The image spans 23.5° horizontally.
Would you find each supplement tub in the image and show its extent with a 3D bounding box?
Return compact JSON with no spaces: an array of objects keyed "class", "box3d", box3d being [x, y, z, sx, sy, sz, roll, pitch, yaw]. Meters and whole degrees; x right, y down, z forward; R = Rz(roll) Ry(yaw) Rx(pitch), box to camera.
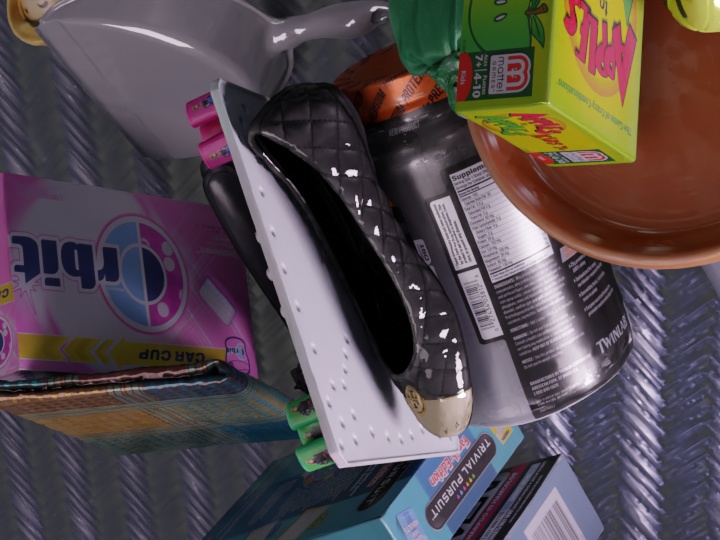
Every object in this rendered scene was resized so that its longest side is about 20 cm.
[{"class":"supplement tub","box3d":[0.064,-0.027,0.943,0.122,0.122,0.202,-10,110,35]}]

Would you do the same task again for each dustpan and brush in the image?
[{"class":"dustpan and brush","box3d":[-0.070,-0.126,1.003,0.198,0.058,0.140,1,147,31]}]

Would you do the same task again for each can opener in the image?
[{"class":"can opener","box3d":[-0.039,0.011,1.069,0.078,0.063,0.201,-37,106,-3]}]

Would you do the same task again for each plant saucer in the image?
[{"class":"plant saucer","box3d":[0.148,-0.099,0.842,0.198,0.032,0.202,-4,78,16]}]

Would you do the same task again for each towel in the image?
[{"class":"towel","box3d":[-0.114,0.081,1.021,0.145,0.200,0.022,-7,75,12]}]

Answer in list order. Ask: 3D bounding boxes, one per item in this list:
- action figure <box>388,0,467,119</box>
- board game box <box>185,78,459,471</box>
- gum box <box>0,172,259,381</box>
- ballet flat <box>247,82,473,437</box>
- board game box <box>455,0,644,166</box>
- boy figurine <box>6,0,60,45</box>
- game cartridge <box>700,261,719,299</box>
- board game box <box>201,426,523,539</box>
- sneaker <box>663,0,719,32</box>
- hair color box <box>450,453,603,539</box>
[{"class":"action figure","box3d":[0.047,-0.168,0.847,0.118,0.054,0.202,-18,66,41]},{"class":"board game box","box3d":[-0.017,0.009,0.928,0.026,0.200,0.202,-22,79,17]},{"class":"gum box","box3d":[-0.150,0.016,1.044,0.066,0.199,0.115,-20,72,39]},{"class":"ballet flat","box3d":[0.000,0.000,0.883,0.066,0.057,0.201,-10,110,56]},{"class":"board game box","box3d":[0.093,-0.158,0.796,0.047,0.101,0.202,-1,79,30]},{"class":"boy figurine","box3d":[-0.210,-0.229,1.037,0.123,0.064,0.202,-3,111,30]},{"class":"game cartridge","box3d":[0.251,-0.046,0.873,0.199,0.041,0.134,-24,106,39]},{"class":"board game box","box3d":[-0.013,0.152,1.075,0.199,0.151,0.047,-24,104,39]},{"class":"sneaker","box3d":[0.175,-0.212,0.796,0.083,0.074,0.202,-3,99,-8]},{"class":"hair color box","box3d":[0.044,0.187,1.093,0.199,0.099,0.061,-22,104,38]}]
